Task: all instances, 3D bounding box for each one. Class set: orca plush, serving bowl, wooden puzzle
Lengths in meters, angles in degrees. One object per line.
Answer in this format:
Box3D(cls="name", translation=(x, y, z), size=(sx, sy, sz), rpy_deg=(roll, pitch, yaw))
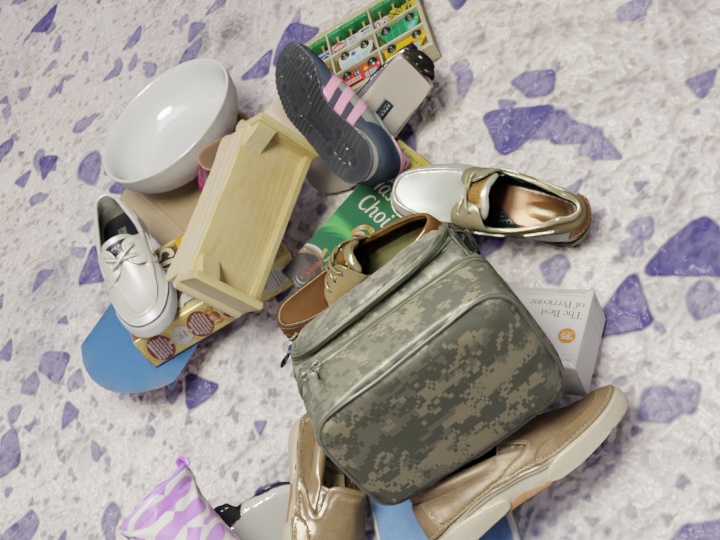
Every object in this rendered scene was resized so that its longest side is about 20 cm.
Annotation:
Box3D(cls="orca plush", translation=(-0.119, 0.290, 0.792), size=(0.104, 0.071, 0.202), rpy_deg=(25, 81, -7))
Box3D(cls="serving bowl", translation=(-0.232, -0.174, 1.043), size=(0.198, 0.066, 0.202), rpy_deg=(-19, 48, 22))
Box3D(cls="wooden puzzle", translation=(-0.205, -0.120, 1.067), size=(0.200, 0.037, 0.185), rpy_deg=(-50, 50, -5))

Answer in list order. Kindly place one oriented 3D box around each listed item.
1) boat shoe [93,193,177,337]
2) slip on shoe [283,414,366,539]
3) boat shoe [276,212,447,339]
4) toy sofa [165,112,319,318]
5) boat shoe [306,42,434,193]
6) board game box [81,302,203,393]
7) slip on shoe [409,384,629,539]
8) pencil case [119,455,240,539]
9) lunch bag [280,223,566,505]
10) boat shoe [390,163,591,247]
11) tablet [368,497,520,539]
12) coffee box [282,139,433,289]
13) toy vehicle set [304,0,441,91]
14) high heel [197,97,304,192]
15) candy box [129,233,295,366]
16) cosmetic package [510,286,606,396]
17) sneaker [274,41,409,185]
Box3D(cls="boat shoe", translation=(-0.262, -0.010, 0.907), size=(0.073, 0.066, 0.200), rpy_deg=(-32, 49, -6))
Box3D(cls="slip on shoe", translation=(-0.023, 0.215, 0.736), size=(0.061, 0.075, 0.202), rpy_deg=(-40, 39, 37))
Box3D(cls="boat shoe", translation=(0.000, 0.000, 0.788), size=(0.198, 0.074, 0.076), rpy_deg=(-28, 44, 16))
Box3D(cls="toy sofa", translation=(-0.125, -0.058, 0.874), size=(0.097, 0.082, 0.202), rpy_deg=(-11, 56, 56))
Box3D(cls="boat shoe", translation=(0.016, -0.177, 0.952), size=(0.200, 0.075, 0.093), rpy_deg=(-42, 12, 26))
Box3D(cls="board game box", translation=(-0.239, 0.069, 0.984), size=(0.156, 0.039, 0.201), rpy_deg=(11, 56, 29))
Box3D(cls="slip on shoe", translation=(0.128, 0.150, 0.671), size=(0.199, 0.076, 0.061), rpy_deg=(-39, 82, 5))
Box3D(cls="pencil case", translation=(-0.120, 0.265, 0.715), size=(0.085, 0.200, 0.084), rpy_deg=(-42, 0, -36))
Box3D(cls="lunch bag", translation=(0.040, 0.066, 0.675), size=(0.199, 0.140, 0.168), rpy_deg=(-38, 31, 6))
Box3D(cls="boat shoe", translation=(0.120, -0.069, 0.779), size=(0.197, 0.068, 0.076), rpy_deg=(7, 83, 18))
Box3D(cls="tablet", translation=(0.067, 0.201, 0.737), size=(0.129, 0.014, 0.202), rpy_deg=(-27, 53, 18))
Box3D(cls="coffee box", translation=(0.018, -0.033, 0.877), size=(0.200, 0.044, 0.123), rpy_deg=(-46, 50, 2))
Box3D(cls="toy vehicle set", translation=(-0.003, -0.270, 1.032), size=(0.198, 0.026, 0.125), rpy_deg=(-27, 53, 18))
Box3D(cls="high heel", translation=(-0.107, -0.150, 0.986), size=(0.198, 0.096, 0.068), rpy_deg=(-24, 75, -14))
Box3D(cls="candy box", translation=(-0.178, 0.008, 0.943), size=(0.198, 0.056, 0.116), rpy_deg=(-30, 49, -5))
Box3D(cls="cosmetic package", translation=(0.115, 0.059, 0.751), size=(0.198, 0.051, 0.083), rpy_deg=(1, 56, 33))
Box3D(cls="sneaker", translation=(-0.022, -0.166, 0.881), size=(0.070, 0.081, 0.201), rpy_deg=(-50, 59, 33))
